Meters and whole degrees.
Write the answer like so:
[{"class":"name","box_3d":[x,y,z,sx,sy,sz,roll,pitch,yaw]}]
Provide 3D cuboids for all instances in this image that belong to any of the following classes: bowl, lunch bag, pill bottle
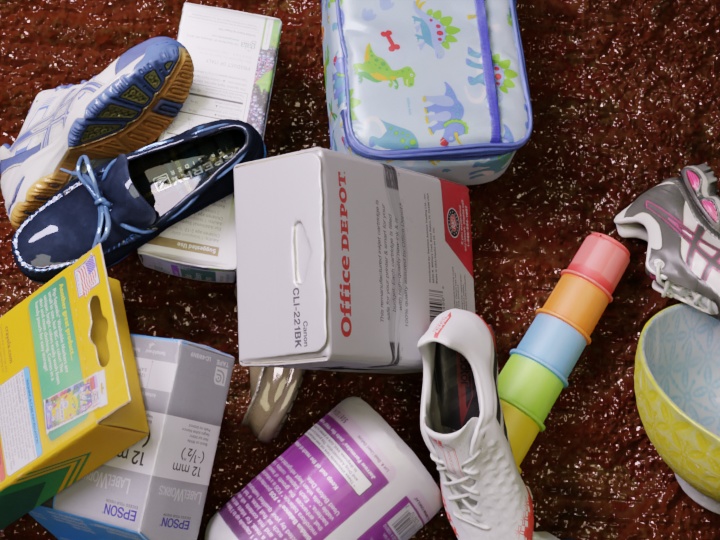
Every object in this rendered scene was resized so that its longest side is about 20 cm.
[{"class":"bowl","box_3d":[0.295,0.124,1.028,0.198,0.201,0.108,11,124,-4]},{"class":"lunch bag","box_3d":[0.052,-0.170,1.057,0.159,0.083,0.202,-1,71,-10]},{"class":"pill bottle","box_3d":[-0.044,0.198,0.995,0.200,0.112,0.112,-40,87,-10]}]

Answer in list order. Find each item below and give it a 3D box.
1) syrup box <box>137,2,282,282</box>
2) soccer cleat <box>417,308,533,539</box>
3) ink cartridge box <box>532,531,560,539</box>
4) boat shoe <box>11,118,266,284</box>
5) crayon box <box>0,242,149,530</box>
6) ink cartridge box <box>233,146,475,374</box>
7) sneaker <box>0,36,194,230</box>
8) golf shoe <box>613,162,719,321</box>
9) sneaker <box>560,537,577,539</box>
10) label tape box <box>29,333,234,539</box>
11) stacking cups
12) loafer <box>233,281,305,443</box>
[{"class":"syrup box","box_3d":[-0.117,-0.097,1.045,0.081,0.079,0.202,9,81,-4]},{"class":"soccer cleat","box_3d":[0.076,0.128,0.945,0.068,0.085,0.202,-6,96,25]},{"class":"ink cartridge box","box_3d":[0.155,0.320,0.964,0.173,0.044,0.201,28,91,23]},{"class":"boat shoe","box_3d":[-0.165,-0.062,0.961,0.199,0.069,0.084,-34,85,-7]},{"class":"crayon box","box_3d":[-0.223,0.087,0.952,0.199,0.051,0.127,-33,58,28]},{"class":"ink cartridge box","box_3d":[0.000,0.000,0.981,0.083,0.199,0.146,-8,80,34]},{"class":"sneaker","box_3d":[-0.210,-0.118,1.004,0.200,0.075,0.089,-40,59,21]},{"class":"golf shoe","box_3d":[0.274,0.009,1.045,0.088,0.077,0.201,-23,48,1]},{"class":"sneaker","box_3d":[0.182,0.308,1.036,0.082,0.071,0.202,1,75,-39]},{"class":"label tape box","box_3d":[-0.182,0.146,0.976,0.142,0.066,0.202,5,77,38]},{"class":"stacking cups","box_3d":[0.149,0.062,1.065,0.060,0.061,0.201,31,76,0]},{"class":"loafer","box_3d":[-0.068,0.033,1.038,0.067,0.076,0.202,12,71,-3]}]
